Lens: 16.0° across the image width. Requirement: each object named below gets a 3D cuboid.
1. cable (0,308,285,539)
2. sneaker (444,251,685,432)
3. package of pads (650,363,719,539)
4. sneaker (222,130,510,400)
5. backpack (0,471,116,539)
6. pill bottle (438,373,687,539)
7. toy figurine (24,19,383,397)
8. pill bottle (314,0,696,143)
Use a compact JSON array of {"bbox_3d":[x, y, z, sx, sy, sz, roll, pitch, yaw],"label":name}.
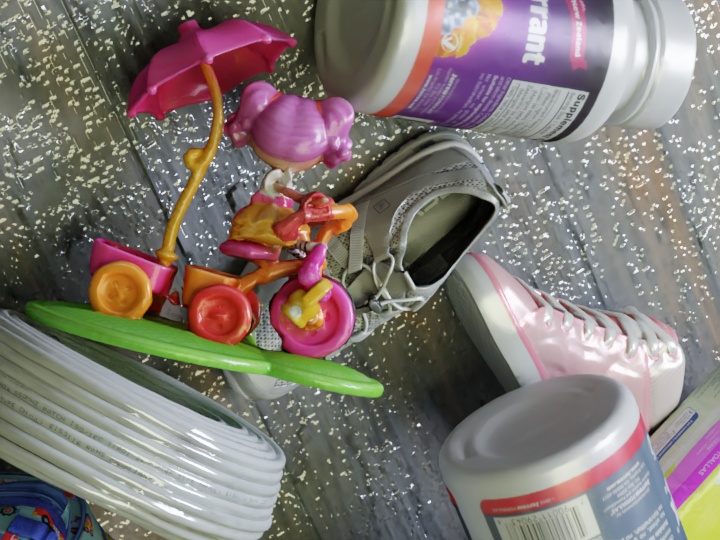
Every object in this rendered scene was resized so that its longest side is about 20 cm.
[{"bbox_3d":[-0.133,0.085,1.373,0.200,0.200,0.069,28,89,-18],"label":"cable"},{"bbox_3d":[0.129,0.039,1.553,0.105,0.075,0.200,-37,128,-4],"label":"sneaker"},{"bbox_3d":[0.244,0.158,1.631,0.155,0.068,0.200,-48,137,-2],"label":"package of pads"},{"bbox_3d":[0.000,0.000,1.473,0.200,0.082,0.075,-46,121,-4],"label":"sneaker"},{"bbox_3d":[-0.210,0.175,1.364,0.182,0.200,0.135,-5,120,20],"label":"backpack"},{"bbox_3d":[0.133,0.173,1.485,0.120,0.120,0.200,-27,110,-14],"label":"pill bottle"},{"bbox_3d":[-0.064,-0.042,1.391,0.200,0.150,0.184,14,92,5],"label":"toy figurine"},{"bbox_3d":[0.085,-0.132,1.447,0.200,0.111,0.111,6,106,-27],"label":"pill bottle"}]
